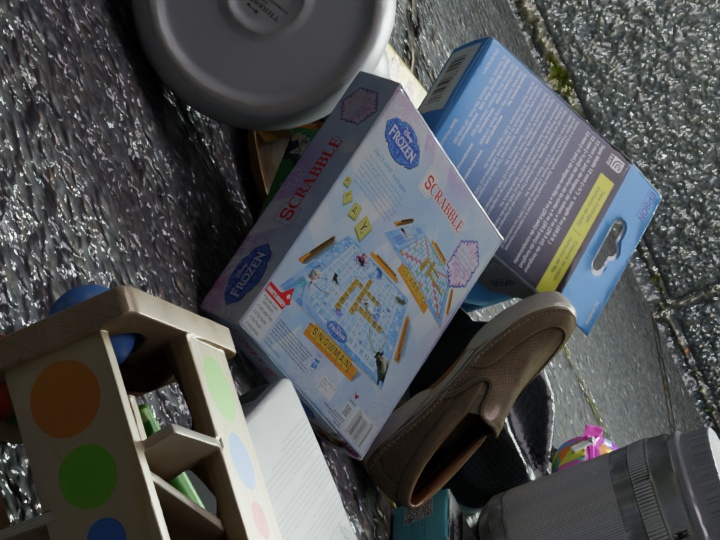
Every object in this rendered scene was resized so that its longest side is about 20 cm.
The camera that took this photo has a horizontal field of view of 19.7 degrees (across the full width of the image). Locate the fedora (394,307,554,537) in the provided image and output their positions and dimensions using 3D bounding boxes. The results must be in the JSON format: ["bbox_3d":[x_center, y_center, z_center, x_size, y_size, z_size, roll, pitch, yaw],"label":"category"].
[{"bbox_3d":[0.096,0.114,1.658,0.200,0.091,0.202,19,64,-44],"label":"fedora"}]

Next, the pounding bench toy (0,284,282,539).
[{"bbox_3d":[-0.105,0.101,0.956,0.200,0.124,0.157,31,39,-69],"label":"pounding bench toy"}]

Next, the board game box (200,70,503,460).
[{"bbox_3d":[0.000,0.000,1.433,0.041,0.200,0.200,22,-19,36],"label":"board game box"}]

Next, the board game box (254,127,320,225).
[{"bbox_3d":[-0.018,0.008,1.516,0.200,0.029,0.135,52,50,-49],"label":"board game box"}]

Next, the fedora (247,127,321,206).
[{"bbox_3d":[-0.017,-0.054,1.630,0.201,0.082,0.201,-21,90,-77],"label":"fedora"}]

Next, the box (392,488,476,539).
[{"bbox_3d":[0.087,0.274,1.596,0.082,0.049,0.201,-84,150,-64],"label":"box"}]

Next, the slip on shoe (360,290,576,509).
[{"bbox_3d":[0.090,0.099,1.552,0.061,0.200,0.076,49,-6,40],"label":"slip on shoe"}]

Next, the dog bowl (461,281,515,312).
[{"bbox_3d":[0.069,0.000,1.720,0.111,0.200,0.050,10,75,-24],"label":"dog bowl"}]

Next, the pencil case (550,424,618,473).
[{"bbox_3d":[0.237,0.240,2.168,0.200,0.088,0.089,-77,143,-68],"label":"pencil case"}]

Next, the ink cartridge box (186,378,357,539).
[{"bbox_3d":[-0.046,0.170,1.252,0.200,0.043,0.174,-44,112,-76],"label":"ink cartridge box"}]

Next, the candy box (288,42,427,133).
[{"bbox_3d":[-0.019,-0.145,1.654,0.200,0.115,0.056,45,57,-61],"label":"candy box"}]

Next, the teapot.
[{"bbox_3d":[-0.073,-0.193,1.469,0.146,0.196,0.201,-143,-138,-84],"label":"teapot"}]

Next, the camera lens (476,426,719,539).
[{"bbox_3d":[0.197,0.220,1.571,0.160,0.199,0.161,-22,90,-77],"label":"camera lens"}]

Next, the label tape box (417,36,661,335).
[{"bbox_3d":[0.124,-0.062,1.608,0.200,0.066,0.144,40,67,-22],"label":"label tape box"}]
